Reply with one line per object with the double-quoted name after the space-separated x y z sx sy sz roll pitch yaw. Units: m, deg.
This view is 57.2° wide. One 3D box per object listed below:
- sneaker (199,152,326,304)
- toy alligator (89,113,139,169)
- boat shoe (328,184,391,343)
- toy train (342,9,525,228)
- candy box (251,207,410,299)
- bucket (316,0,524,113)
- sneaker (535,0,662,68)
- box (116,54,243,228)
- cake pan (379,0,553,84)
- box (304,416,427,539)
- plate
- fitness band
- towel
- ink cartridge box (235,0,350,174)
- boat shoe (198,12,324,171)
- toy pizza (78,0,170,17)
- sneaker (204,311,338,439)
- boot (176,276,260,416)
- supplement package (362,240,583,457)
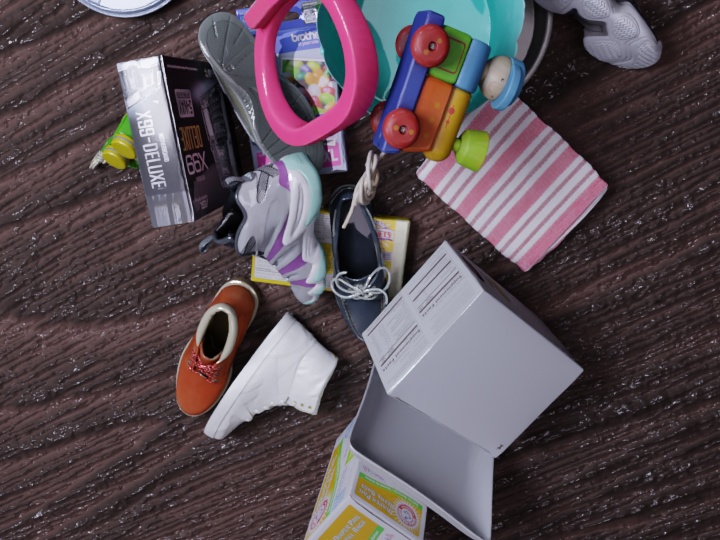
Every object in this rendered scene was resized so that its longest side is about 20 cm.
-0.113 -0.031 0.749 0.137 0.078 0.204 -16 130 -18 "sneaker"
-0.267 -0.142 0.774 0.054 0.198 0.060 33 63 -25 "toy alligator"
0.000 0.000 0.798 0.073 0.062 0.205 -4 107 1 "boat shoe"
0.066 -0.119 0.610 0.113 0.085 0.204 16 106 -14 "toy train"
-0.039 -0.026 0.839 0.194 0.026 0.105 8 104 2 "candy box"
0.060 -0.250 0.682 0.201 0.135 0.213 1 104 4 "bucket"
0.270 -0.314 0.720 0.197 0.075 0.116 26 78 -26 "sneaker"
-0.188 -0.146 0.730 0.048 0.200 0.162 -7 103 7 "box"
0.119 -0.287 0.759 0.194 0.037 0.206 1 104 3 "cake pan"
0.017 0.265 0.809 0.100 0.201 0.113 34 116 -5 "box"
0.078 0.208 0.807 0.198 0.201 0.032 36 120 -6 "plate"
-0.052 -0.200 0.631 0.037 0.198 0.147 -26 99 -30 "fitness band"
0.181 -0.109 0.788 0.199 0.030 0.147 38 108 -14 "towel"
-0.082 -0.215 0.791 0.116 0.042 0.206 -6 102 5 "ink cartridge box"
-0.112 -0.193 0.752 0.074 0.065 0.203 -40 105 -6 "boat shoe"
-0.275 -0.400 0.761 0.194 0.032 0.206 1 103 4 "toy pizza"
-0.113 0.169 0.869 0.115 0.074 0.201 38 102 -3 "sneaker"
-0.197 0.112 0.844 0.074 0.107 0.204 24 106 -4 "boot"
0.131 0.097 0.779 0.198 0.112 0.156 34 105 -31 "supplement package"
